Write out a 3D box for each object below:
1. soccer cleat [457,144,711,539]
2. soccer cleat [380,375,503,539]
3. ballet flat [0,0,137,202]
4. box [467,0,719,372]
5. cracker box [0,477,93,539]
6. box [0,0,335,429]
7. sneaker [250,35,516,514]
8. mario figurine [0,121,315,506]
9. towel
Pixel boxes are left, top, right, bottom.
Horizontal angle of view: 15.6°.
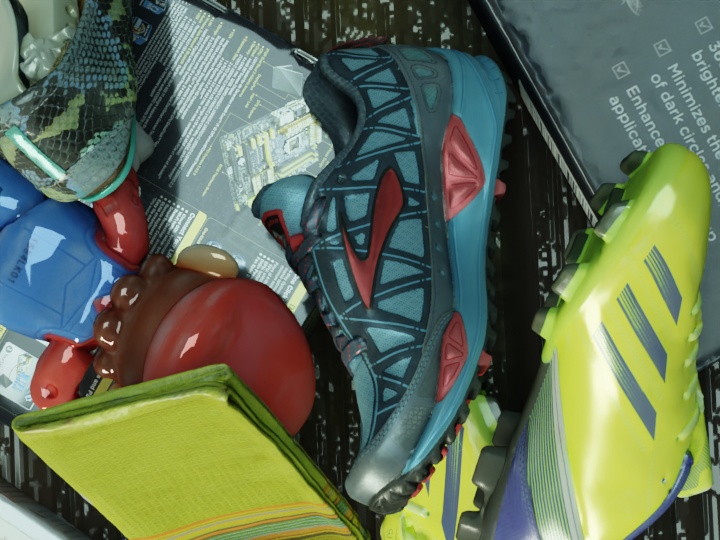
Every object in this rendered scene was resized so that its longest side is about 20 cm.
[{"bbox_3d":[0.101,0.042,0.981,0.084,0.065,0.200,23,122,6],"label":"soccer cleat"},{"bbox_3d":[0.035,0.102,1.083,0.084,0.065,0.200,-25,85,4],"label":"soccer cleat"},{"bbox_3d":[-0.124,-0.118,1.039,0.074,0.074,0.200,-12,50,3],"label":"ballet flat"},{"bbox_3d":[0.168,-0.089,1.060,0.200,0.117,0.197,-28,86,3],"label":"box"},{"bbox_3d":[-0.138,0.177,1.093,0.200,0.058,0.134,34,88,4],"label":"cracker box"},{"bbox_3d":[-0.089,-0.016,1.107,0.161,0.049,0.200,29,89,7],"label":"box"},{"bbox_3d":[0.000,0.000,1.025,0.095,0.079,0.200,13,60,-11],"label":"sneaker"},{"bbox_3d":[-0.106,0.012,1.058,0.200,0.106,0.123,30,130,13],"label":"mario figurine"},{"bbox_3d":[-0.060,0.088,1.026,0.086,0.200,0.018,-16,63,9],"label":"towel"}]
